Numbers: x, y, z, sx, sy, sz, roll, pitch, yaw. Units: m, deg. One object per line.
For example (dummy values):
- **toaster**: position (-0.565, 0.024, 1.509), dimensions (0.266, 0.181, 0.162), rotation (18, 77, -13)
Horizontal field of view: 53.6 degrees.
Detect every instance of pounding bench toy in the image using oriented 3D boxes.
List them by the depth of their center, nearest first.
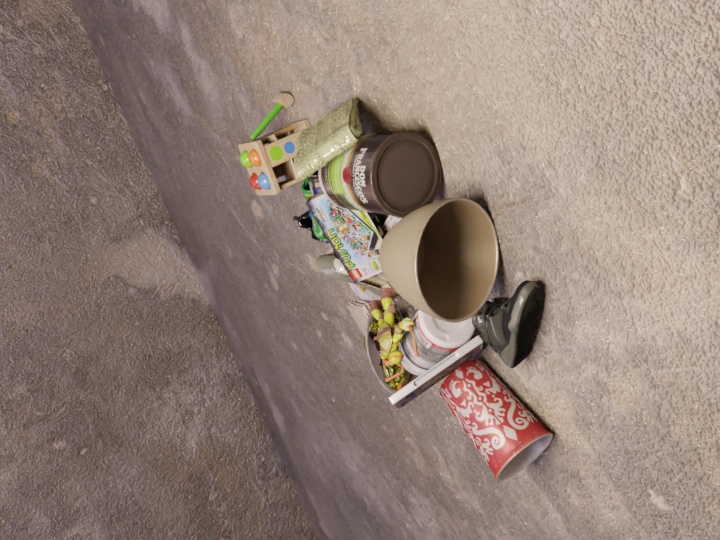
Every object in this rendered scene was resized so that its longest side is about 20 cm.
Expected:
- **pounding bench toy**: position (-0.201, -0.289, 1.631), dimensions (0.124, 0.155, 0.201), rotation (9, 123, 61)

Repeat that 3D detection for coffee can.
- **coffee can**: position (0.031, -0.176, 1.296), dimensions (0.200, 0.146, 0.147), rotation (16, 129, 59)

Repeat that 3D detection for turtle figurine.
- **turtle figurine**: position (0.055, 0.128, 1.425), dimensions (0.201, 0.064, 0.162), rotation (108, 154, -55)

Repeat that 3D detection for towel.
- **towel**: position (-0.063, -0.249, 1.325), dimensions (0.037, 0.148, 0.201), rotation (49, -161, -26)
- **towel**: position (0.042, 0.154, 1.657), dimensions (0.201, 0.034, 0.132), rotation (61, 165, -14)

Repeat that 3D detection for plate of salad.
- **plate of salad**: position (0.077, 0.170, 1.548), dimensions (0.048, 0.200, 0.201), rotation (-19, 100, 34)

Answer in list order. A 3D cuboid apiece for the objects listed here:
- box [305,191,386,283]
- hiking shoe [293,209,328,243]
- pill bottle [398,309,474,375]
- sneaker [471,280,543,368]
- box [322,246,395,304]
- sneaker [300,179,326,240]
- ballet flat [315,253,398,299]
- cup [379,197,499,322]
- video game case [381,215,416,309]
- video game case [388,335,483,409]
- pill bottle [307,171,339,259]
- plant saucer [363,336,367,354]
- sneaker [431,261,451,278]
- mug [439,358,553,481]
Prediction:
- **box**: position (-0.014, -0.080, 1.456), dimensions (0.109, 0.035, 0.201), rotation (-24, 109, 25)
- **hiking shoe**: position (-0.071, -0.084, 1.669), dimensions (0.200, 0.086, 0.075), rotation (39, 147, 42)
- **pill bottle**: position (0.146, 0.134, 1.430), dimensions (0.114, 0.113, 0.200), rotation (55, 155, 16)
- **sneaker**: position (0.245, 0.074, 1.215), dimensions (0.114, 0.076, 0.200), rotation (40, 154, 28)
- **box**: position (-0.005, 0.024, 1.635), dimensions (0.200, 0.041, 0.039), rotation (45, 157, -6)
- **sneaker**: position (-0.098, -0.166, 1.588), dimensions (0.074, 0.083, 0.202), rotation (14, 112, 44)
- **ballet flat**: position (0.000, 0.000, 1.567), dimensions (0.199, 0.068, 0.064), rotation (23, 144, 0)
- **cup**: position (0.115, -0.022, 1.197), dimensions (0.143, 0.200, 0.202), rotation (7, 122, 50)
- **video game case**: position (0.104, -0.029, 1.456), dimensions (0.183, 0.023, 0.200), rotation (58, 156, 10)
- **video game case**: position (0.144, 0.195, 1.343), dimensions (0.018, 0.199, 0.143), rotation (55, 179, 15)
- **pill bottle**: position (-0.039, -0.130, 1.521), dimensions (0.112, 0.111, 0.201), rotation (24, 134, 54)
- **plant saucer**: position (0.065, 0.218, 1.785), dimensions (0.200, 0.031, 0.201), rotation (45, 151, 33)
- **sneaker**: position (0.107, -0.005, 1.359), dimensions (0.094, 0.070, 0.200), rotation (56, 160, -2)
- **mug**: position (0.248, 0.293, 1.378), dimensions (0.200, 0.133, 0.178), rotation (51, 152, 31)
